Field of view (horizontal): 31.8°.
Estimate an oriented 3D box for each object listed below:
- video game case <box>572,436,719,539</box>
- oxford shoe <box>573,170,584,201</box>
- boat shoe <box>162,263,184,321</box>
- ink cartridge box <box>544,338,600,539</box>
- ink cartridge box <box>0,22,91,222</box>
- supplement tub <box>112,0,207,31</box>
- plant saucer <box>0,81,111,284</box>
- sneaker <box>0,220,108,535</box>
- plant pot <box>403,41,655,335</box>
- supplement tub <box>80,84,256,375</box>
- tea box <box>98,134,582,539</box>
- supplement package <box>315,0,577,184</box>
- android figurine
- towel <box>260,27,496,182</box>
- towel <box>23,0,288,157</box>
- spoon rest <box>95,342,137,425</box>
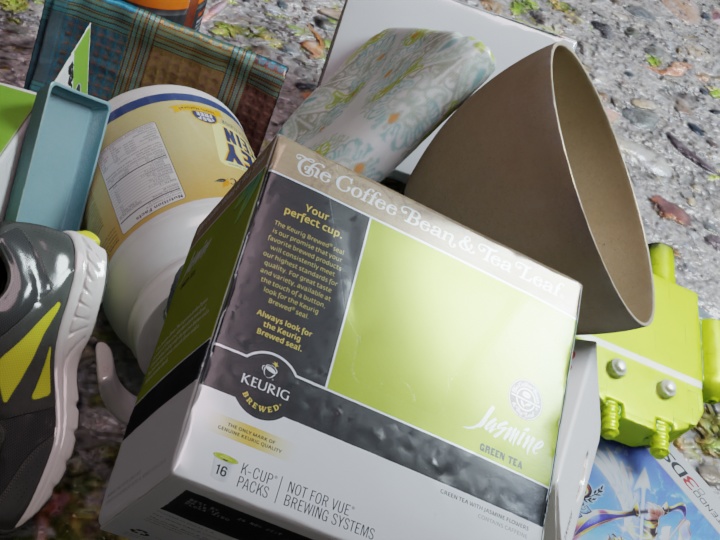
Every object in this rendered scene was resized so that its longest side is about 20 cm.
[{"bbox_3d":[0.181,0.199,0.903,0.199,0.046,0.182,-16,54,-35],"label":"video game case"},{"bbox_3d":[0.099,-0.029,1.034,0.072,0.199,0.072,10,63,-63],"label":"oxford shoe"},{"bbox_3d":[-0.026,0.019,0.803,0.199,0.062,0.073,-4,33,-14],"label":"boat shoe"},{"bbox_3d":[0.053,0.110,0.857,0.199,0.085,0.145,6,38,19],"label":"ink cartridge box"},{"bbox_3d":[-0.262,-0.077,0.915,0.075,0.148,0.201,14,41,1],"label":"ink cartridge box"},{"bbox_3d":[-0.183,-0.220,1.055,0.106,0.201,0.107,15,38,-12],"label":"supplement tub"},{"bbox_3d":[-0.219,-0.025,0.858,0.019,0.201,0.070,13,0,24],"label":"plant saucer"},{"bbox_3d":[-0.223,0.063,0.796,0.084,0.074,0.201,20,68,-35],"label":"sneaker"},{"bbox_3d":[0.109,-0.040,0.881,0.200,0.134,0.201,47,33,-45],"label":"plant pot"},{"bbox_3d":[-0.126,-0.023,0.915,0.143,0.145,0.201,-3,44,-26],"label":"supplement tub"},{"bbox_3d":[-0.007,0.070,0.687,0.199,0.134,0.198,26,60,-17],"label":"tea box"},{"bbox_3d":[0.063,-0.152,1.109,0.199,0.157,0.111,18,-1,-4],"label":"supplement package"},{"bbox_3d":[0.208,0.052,0.976,0.181,0.041,0.201,24,49,-16],"label":"android figurine"},{"bbox_3d":[0.001,-0.115,0.953,0.048,0.171,0.200,45,-2,-20],"label":"towel"},{"bbox_3d":[-0.173,-0.133,1.018,0.199,0.147,0.022,20,24,-4],"label":"towel"},{"bbox_3d":[-0.071,0.073,0.828,0.199,0.061,0.100,-2,35,-12],"label":"spoon rest"}]
